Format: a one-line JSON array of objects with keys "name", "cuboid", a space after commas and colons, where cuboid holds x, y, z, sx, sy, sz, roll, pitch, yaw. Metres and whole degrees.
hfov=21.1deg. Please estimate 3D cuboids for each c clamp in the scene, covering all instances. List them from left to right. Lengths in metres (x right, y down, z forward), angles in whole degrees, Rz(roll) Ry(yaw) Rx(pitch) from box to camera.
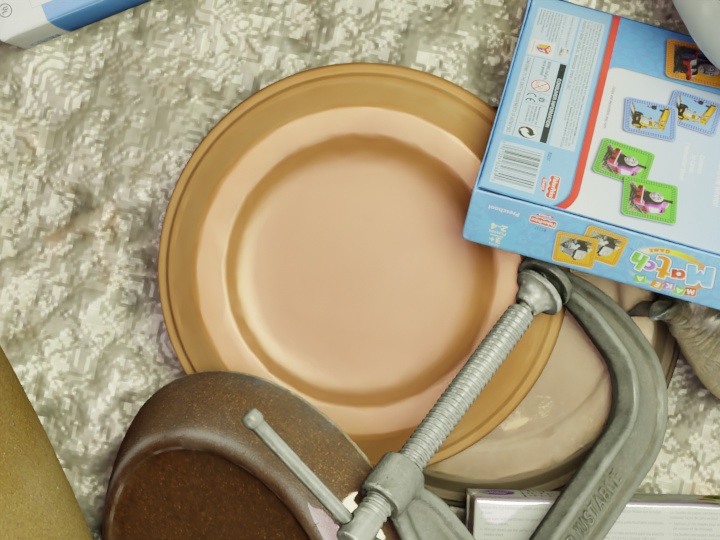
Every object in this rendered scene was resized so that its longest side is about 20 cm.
[{"name": "c clamp", "cuboid": [0.062, 0.069, 0.860, 0.200, 0.027, 0.171, -44, 109, -32]}]

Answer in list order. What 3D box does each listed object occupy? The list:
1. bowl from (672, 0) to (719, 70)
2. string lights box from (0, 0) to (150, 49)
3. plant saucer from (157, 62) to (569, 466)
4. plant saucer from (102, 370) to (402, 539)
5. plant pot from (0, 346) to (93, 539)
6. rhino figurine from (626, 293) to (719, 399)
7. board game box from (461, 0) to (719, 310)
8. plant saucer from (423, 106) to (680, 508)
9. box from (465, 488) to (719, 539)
[{"name": "bowl", "cuboid": [0.207, -0.140, 0.881, 0.201, 0.090, 0.201, 12, 60, -22]}, {"name": "string lights box", "cuboid": [-0.095, -0.191, 0.938, 0.200, 0.059, 0.103, -20, 91, 4]}, {"name": "plant saucer", "cuboid": [0.000, 0.000, 0.921, 0.200, 0.037, 0.201, 0, 91, 3]}, {"name": "plant saucer", "cuboid": [-0.054, 0.146, 0.898, 0.200, 0.034, 0.201, 15, 114, 36]}, {"name": "plant pot", "cuboid": [-0.192, 0.167, 0.907, 0.186, 0.186, 0.200, -32, 103, 4]}, {"name": "rhino figurine", "cuboid": [0.203, 0.029, 0.915, 0.200, 0.060, 0.088, 30, 93, -8]}, {"name": "board game box", "cuboid": [0.159, -0.048, 0.890, 0.200, 0.151, 0.037, 15, 135, 4]}, {"name": "plant saucer", "cuboid": [0.060, 0.019, 0.950, 0.200, 0.029, 0.201, 0, 92, 4]}, {"name": "box", "cuboid": [0.150, 0.128, 0.930, 0.199, 0.039, 0.042, 1, 92, -3]}]
